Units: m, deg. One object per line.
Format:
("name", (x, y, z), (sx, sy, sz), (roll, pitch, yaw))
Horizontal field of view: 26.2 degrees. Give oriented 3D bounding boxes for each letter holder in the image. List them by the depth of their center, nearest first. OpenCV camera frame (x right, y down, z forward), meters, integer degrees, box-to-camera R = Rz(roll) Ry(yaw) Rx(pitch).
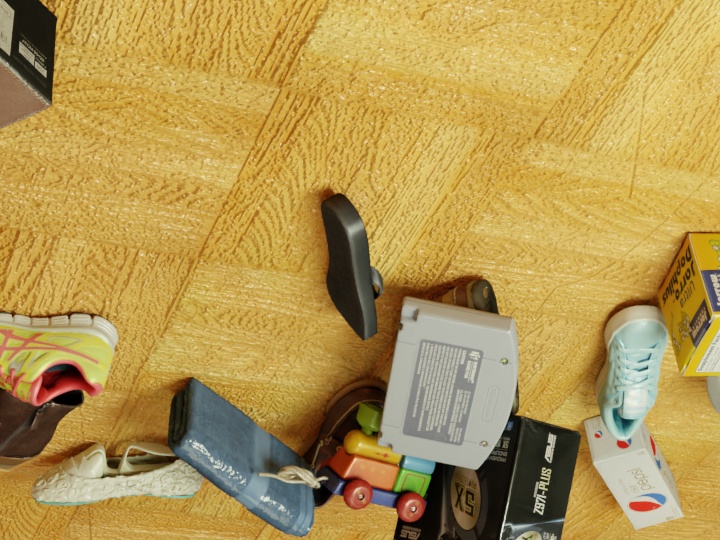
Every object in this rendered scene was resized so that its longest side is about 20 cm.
("letter holder", (-0.352, -0.193, 1.194), (0.142, 0.101, 0.200), (-21, 141, 20))

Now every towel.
("towel", (-0.132, 0.213, 1.722), (0.048, 0.112, 0.200), (-37, 119, 23))

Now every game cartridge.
("game cartridge", (0.095, 0.120, 1.617), (0.133, 0.041, 0.200), (14, 128, 5))

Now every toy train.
("toy train", (-0.005, 0.196, 1.707), (0.200, 0.085, 0.116), (18, 96, -28))

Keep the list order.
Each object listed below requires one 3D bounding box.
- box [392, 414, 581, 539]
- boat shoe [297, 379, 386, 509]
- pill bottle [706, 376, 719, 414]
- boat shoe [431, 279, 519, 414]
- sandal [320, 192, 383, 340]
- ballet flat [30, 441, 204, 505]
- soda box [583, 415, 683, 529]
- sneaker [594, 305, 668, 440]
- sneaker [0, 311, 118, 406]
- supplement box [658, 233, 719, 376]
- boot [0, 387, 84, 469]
("box", (0.138, 0.244, 1.732), (0.086, 0.164, 0.200), (18, 171, -30))
("boat shoe", (-0.018, 0.205, 1.797), (0.070, 0.070, 0.200), (11, 138, -18))
("pill bottle", (0.500, 0.147, 1.775), (0.200, 0.112, 0.111), (24, 133, -35))
("boat shoe", (0.123, 0.084, 1.669), (0.074, 0.076, 0.200), (-11, 135, 13))
("sandal", (0.000, 0.000, 1.535), (0.043, 0.076, 0.200), (-28, 147, -18))
("ballet flat", (-0.281, 0.229, 1.799), (0.199, 0.072, 0.072), (-1, 143, -12))
("soda box", (0.340, 0.247, 1.918), (0.068, 0.064, 0.200), (-19, 141, 15))
("sneaker", (0.309, 0.119, 1.730), (0.074, 0.082, 0.200), (-6, 143, -3))
("sneaker", (-0.349, 0.096, 1.579), (0.199, 0.091, 0.078), (-5, 144, -1))
("supplement box", (0.431, 0.036, 1.620), (0.199, 0.110, 0.109), (0, 142, -11))
("boot", (-0.417, 0.157, 1.661), (0.200, 0.073, 0.166), (10, 142, -36))
